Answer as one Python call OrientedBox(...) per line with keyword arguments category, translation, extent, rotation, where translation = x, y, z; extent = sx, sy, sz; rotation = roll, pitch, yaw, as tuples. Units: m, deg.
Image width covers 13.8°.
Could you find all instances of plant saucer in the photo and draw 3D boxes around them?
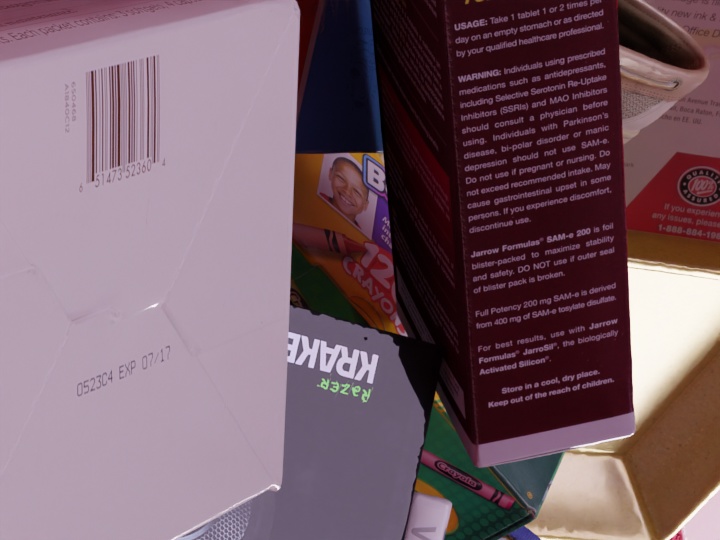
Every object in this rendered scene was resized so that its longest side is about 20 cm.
OrientedBox(category="plant saucer", translation=(0.102, 0.045, 1.326), extent=(0.200, 0.200, 0.049), rotation=(8, 47, -32))

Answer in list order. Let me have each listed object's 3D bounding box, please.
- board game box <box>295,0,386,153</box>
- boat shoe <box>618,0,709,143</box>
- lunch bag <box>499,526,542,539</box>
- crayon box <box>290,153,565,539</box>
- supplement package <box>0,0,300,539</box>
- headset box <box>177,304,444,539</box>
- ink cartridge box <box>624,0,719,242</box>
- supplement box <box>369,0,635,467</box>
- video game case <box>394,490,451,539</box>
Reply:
OrientedBox(category="board game box", translation=(-0.020, -0.140, 0.996), extent=(0.153, 0.040, 0.201), rotation=(-6, 105, -64))
OrientedBox(category="boat shoe", translation=(0.068, -0.118, 1.210), extent=(0.200, 0.065, 0.072), rotation=(35, 35, -40))
OrientedBox(category="lunch bag", translation=(0.014, 0.219, 1.202), extent=(0.200, 0.124, 0.170), rotation=(-56, 178, 37))
OrientedBox(category="crayon box", translation=(0.000, 0.000, 1.127), extent=(0.200, 0.058, 0.119), rotation=(48, 35, -13))
OrientedBox(category="supplement package", translation=(-0.148, -0.003, 0.785), extent=(0.191, 0.200, 0.148), rotation=(-22, 117, -62))
OrientedBox(category="headset box", translation=(-0.085, 0.101, 0.982), extent=(0.174, 0.093, 0.201), rotation=(16, 83, -26))
OrientedBox(category="ink cartridge box", translation=(0.153, -0.096, 1.426), extent=(0.086, 0.147, 0.200), rotation=(44, 59, -63))
OrientedBox(category="supplement box", translation=(0.045, -0.049, 0.989), extent=(0.109, 0.061, 0.200), rotation=(-117, -162, -57))
OrientedBox(category="video game case", translation=(-0.021, 0.173, 1.054), extent=(0.143, 0.018, 0.201), rotation=(178, -74, -72))
